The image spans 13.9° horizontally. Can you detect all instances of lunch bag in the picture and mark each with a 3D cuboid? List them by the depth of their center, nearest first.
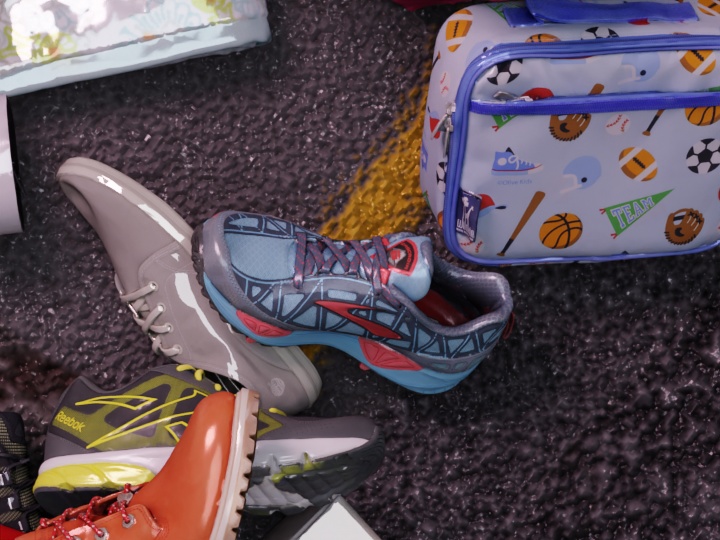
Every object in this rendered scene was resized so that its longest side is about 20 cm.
[{"bbox_3d":[0.130,-0.083,1.684,0.199,0.076,0.161,-4,128,-15],"label":"lunch bag"}]

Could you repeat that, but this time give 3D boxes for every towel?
[{"bbox_3d":[-0.162,-0.194,1.697,0.199,0.048,0.172,-11,92,-7],"label":"towel"}]

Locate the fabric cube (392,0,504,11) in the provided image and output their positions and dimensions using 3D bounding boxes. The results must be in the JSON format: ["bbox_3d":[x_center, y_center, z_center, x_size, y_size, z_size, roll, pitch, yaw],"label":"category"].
[{"bbox_3d":[0.018,-0.275,1.622,0.199,0.200,0.197,26,83,-20],"label":"fabric cube"}]

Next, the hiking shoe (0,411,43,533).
[{"bbox_3d":[-0.209,0.133,1.677,0.200,0.076,0.101,34,92,-5],"label":"hiking shoe"}]

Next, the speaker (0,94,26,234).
[{"bbox_3d":[-0.289,-0.049,1.660,0.199,0.081,0.081,-6,91,-3],"label":"speaker"}]

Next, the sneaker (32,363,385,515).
[{"bbox_3d":[-0.086,0.088,1.646,0.199,0.075,0.085,-5,64,7],"label":"sneaker"}]

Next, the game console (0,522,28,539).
[{"bbox_3d":[-0.216,0.224,1.649,0.200,0.119,0.173,21,86,-15],"label":"game console"}]

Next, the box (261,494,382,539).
[{"bbox_3d":[0.021,0.223,1.699,0.078,0.095,0.200,-43,96,-6],"label":"box"}]

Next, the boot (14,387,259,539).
[{"bbox_3d":[-0.123,0.141,1.561,0.107,0.075,0.200,25,100,-5],"label":"boot"}]

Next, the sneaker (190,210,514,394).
[{"bbox_3d":[0.000,0.000,1.667,0.200,0.095,0.080,18,53,-31],"label":"sneaker"}]

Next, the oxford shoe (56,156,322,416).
[{"bbox_3d":[-0.105,0.016,1.691,0.058,0.075,0.200,-45,100,-18],"label":"oxford shoe"}]
